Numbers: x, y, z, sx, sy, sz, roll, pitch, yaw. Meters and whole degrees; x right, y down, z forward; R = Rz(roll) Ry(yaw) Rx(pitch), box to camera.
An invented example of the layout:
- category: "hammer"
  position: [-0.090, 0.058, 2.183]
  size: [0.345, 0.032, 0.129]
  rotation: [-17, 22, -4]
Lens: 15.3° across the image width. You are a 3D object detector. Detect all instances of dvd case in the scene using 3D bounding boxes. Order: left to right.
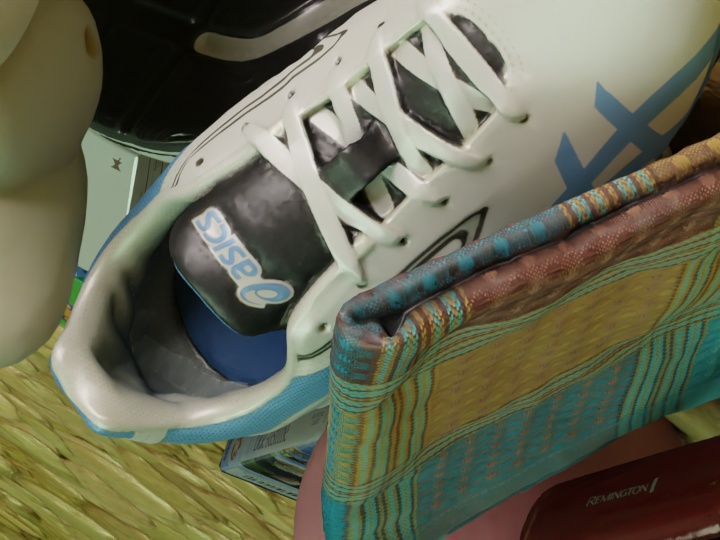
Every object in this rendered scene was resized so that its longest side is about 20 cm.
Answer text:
- category: "dvd case"
  position: [0.033, 0.085, 0.973]
  size: [0.142, 0.018, 0.200]
  rotation: [22, 168, -10]

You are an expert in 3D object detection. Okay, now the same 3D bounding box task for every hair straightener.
- category: "hair straightener"
  position: [0.130, 0.064, 0.676]
  size: [0.077, 0.041, 0.200]
  rotation: [45, 134, -19]

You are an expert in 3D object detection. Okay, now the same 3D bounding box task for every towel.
- category: "towel"
  position: [0.058, 0.017, 0.629]
  size: [0.022, 0.146, 0.200]
  rotation: [63, 171, 15]

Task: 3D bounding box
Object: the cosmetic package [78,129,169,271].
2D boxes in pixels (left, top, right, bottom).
- category: "cosmetic package"
  position: [-0.128, -0.073, 0.802]
  size: [0.199, 0.082, 0.051]
  rotation: [29, 125, 19]

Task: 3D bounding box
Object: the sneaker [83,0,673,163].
- category: "sneaker"
  position: [0.003, -0.027, 0.708]
  size: [0.200, 0.076, 0.115]
  rotation: [17, 156, 40]

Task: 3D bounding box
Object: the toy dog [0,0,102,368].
- category: "toy dog"
  position: [-0.112, -0.103, 0.585]
  size: [0.139, 0.194, 0.200]
  rotation: [19, 142, 14]

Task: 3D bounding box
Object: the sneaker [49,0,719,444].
- category: "sneaker"
  position: [0.005, -0.021, 0.581]
  size: [0.072, 0.072, 0.200]
  rotation: [51, 126, 5]

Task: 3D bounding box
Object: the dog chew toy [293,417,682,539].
- category: "dog chew toy"
  position: [0.050, 0.124, 0.792]
  size: [0.124, 0.201, 0.125]
  rotation: [-9, 158, -4]

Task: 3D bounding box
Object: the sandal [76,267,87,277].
- category: "sandal"
  position: [-0.104, -0.028, 0.910]
  size: [0.200, 0.087, 0.079]
  rotation: [35, 164, -12]

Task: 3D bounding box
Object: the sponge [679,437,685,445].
- category: "sponge"
  position: [0.021, 0.052, 0.965]
  size: [0.111, 0.030, 0.200]
  rotation: [25, 168, -19]

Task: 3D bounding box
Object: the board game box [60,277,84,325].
- category: "board game box"
  position: [-0.153, -0.025, 1.013]
  size: [0.200, 0.030, 0.096]
  rotation: [32, 167, 15]
